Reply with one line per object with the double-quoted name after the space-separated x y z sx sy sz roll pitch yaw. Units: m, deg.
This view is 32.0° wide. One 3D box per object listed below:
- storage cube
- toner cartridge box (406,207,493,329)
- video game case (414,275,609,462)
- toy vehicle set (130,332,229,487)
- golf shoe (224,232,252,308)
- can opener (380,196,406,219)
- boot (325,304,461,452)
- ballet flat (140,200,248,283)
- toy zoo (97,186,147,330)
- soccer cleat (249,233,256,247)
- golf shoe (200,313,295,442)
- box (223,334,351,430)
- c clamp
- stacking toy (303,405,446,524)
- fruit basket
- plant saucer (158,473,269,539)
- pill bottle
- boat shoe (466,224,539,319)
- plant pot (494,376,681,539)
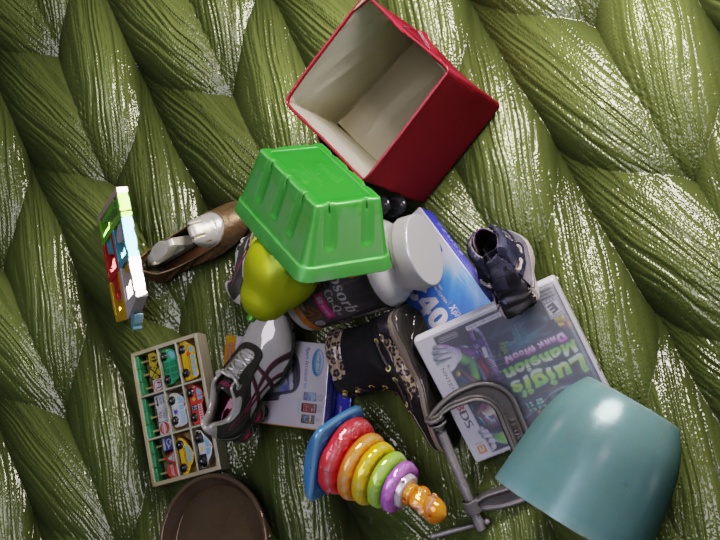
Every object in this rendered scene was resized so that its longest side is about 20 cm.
0.043 -0.218 1.646 0.171 0.179 0.201 45 105 25 "storage cube"
0.109 0.024 1.662 0.095 0.043 0.201 -42 67 15 "toner cartridge box"
0.192 0.126 1.570 0.198 0.023 0.183 -25 101 19 "video game case"
-0.265 0.205 1.840 0.123 0.026 0.203 -19 76 24 "toy vehicle set"
-0.136 -0.043 1.780 0.088 0.077 0.202 22 88 42 "golf shoe"
-0.010 -0.084 1.686 0.199 0.063 0.080 6 106 61 "can opener"
0.042 0.149 1.660 0.149 0.073 0.202 -13 107 42 "boot"
-0.249 -0.043 1.837 0.198 0.072 0.069 -26 74 22 "ballet flat"
-0.353 -0.008 1.872 0.131 0.020 0.203 -37 63 60 "toy zoo"
-0.093 -0.077 1.690 0.064 0.084 0.202 29 86 -12 "soccer cleat"
-0.151 0.139 1.706 0.076 0.088 0.203 22 92 27 "golf shoe"
-0.104 0.157 1.757 0.197 0.041 0.121 2 85 30 "box"
0.141 0.240 1.588 0.169 0.027 0.203 -14 105 15 "c clamp"
0.032 0.269 1.618 0.198 0.109 0.118 24 120 32 "stacking toy"
-0.072 -0.030 1.555 0.215 0.154 0.219 25 119 57 "fruit basket"
-0.204 0.389 1.774 0.198 0.029 0.203 -8 75 32 "plant saucer"
0.000 0.000 1.632 0.198 0.116 0.118 -18 76 29 "pill bottle"
0.169 -0.027 1.549 0.074 0.200 0.093 -29 113 8 "boat shoe"
0.281 0.224 1.471 0.199 0.200 0.162 29 87 27 "plant pot"
